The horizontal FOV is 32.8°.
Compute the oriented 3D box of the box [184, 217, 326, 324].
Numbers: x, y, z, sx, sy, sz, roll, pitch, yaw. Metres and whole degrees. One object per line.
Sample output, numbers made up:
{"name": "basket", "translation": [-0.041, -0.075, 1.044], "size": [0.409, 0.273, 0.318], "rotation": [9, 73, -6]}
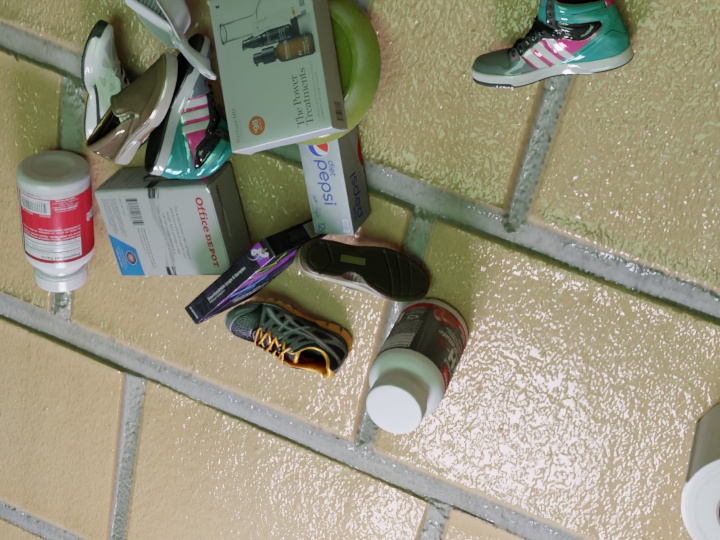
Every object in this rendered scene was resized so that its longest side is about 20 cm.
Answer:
{"name": "box", "translation": [-0.149, -0.001, 1.773], "size": [0.199, 0.143, 0.036], "rotation": [-37, 85, 36]}

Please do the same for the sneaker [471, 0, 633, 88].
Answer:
{"name": "sneaker", "translation": [0.220, -0.293, 1.468], "size": [0.197, 0.084, 0.122], "rotation": [-7, 122, 18]}

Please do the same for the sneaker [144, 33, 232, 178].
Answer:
{"name": "sneaker", "translation": [-0.214, -0.216, 1.705], "size": [0.120, 0.084, 0.202], "rotation": [16, 100, -30]}

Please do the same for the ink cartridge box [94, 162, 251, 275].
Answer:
{"name": "ink cartridge box", "translation": [-0.276, -0.075, 1.820], "size": [0.197, 0.084, 0.148], "rotation": [0, 119, 23]}

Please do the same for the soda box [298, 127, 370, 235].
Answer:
{"name": "soda box", "translation": [-0.039, -0.153, 1.679], "size": [0.063, 0.068, 0.202], "rotation": [4, 120, 24]}

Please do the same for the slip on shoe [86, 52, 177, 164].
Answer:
{"name": "slip on shoe", "translation": [-0.313, -0.224, 1.678], "size": [0.060, 0.077, 0.200], "rotation": [15, 140, -31]}

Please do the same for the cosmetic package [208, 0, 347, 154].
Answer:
{"name": "cosmetic package", "translation": [-0.106, -0.263, 1.564], "size": [0.149, 0.052, 0.203], "rotation": [-11, 87, 26]}

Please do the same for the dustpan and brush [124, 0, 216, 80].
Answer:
{"name": "dustpan and brush", "translation": [-0.253, -0.327, 1.619], "size": [0.199, 0.057, 0.140], "rotation": [37, 161, 10]}

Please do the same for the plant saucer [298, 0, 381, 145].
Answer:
{"name": "plant saucer", "translation": [-0.069, -0.266, 1.590], "size": [0.197, 0.031, 0.203], "rotation": [1, 91, 25]}

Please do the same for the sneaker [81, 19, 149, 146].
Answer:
{"name": "sneaker", "translation": [-0.334, -0.260, 1.752], "size": [0.114, 0.076, 0.202], "rotation": [14, 132, 5]}

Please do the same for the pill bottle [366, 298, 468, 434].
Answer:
{"name": "pill bottle", "translation": [0.076, 0.137, 1.723], "size": [0.109, 0.201, 0.112], "rotation": [11, 124, 16]}

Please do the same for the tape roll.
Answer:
{"name": "tape roll", "translation": [0.541, 0.288, 1.651], "size": [0.200, 0.139, 0.205], "rotation": [11, 124, 16]}

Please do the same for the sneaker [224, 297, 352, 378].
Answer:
{"name": "sneaker", "translation": [-0.112, 0.104, 1.844], "size": [0.197, 0.078, 0.079], "rotation": [15, 131, 2]}

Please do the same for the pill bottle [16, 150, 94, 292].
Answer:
{"name": "pill bottle", "translation": [-0.468, -0.073, 1.888], "size": [0.111, 0.113, 0.202], "rotation": [15, 125, 14]}

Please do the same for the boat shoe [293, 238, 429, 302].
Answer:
{"name": "boat shoe", "translation": [0.000, 0.000, 1.742], "size": [0.198, 0.073, 0.076], "rotation": [18, 163, -17]}
